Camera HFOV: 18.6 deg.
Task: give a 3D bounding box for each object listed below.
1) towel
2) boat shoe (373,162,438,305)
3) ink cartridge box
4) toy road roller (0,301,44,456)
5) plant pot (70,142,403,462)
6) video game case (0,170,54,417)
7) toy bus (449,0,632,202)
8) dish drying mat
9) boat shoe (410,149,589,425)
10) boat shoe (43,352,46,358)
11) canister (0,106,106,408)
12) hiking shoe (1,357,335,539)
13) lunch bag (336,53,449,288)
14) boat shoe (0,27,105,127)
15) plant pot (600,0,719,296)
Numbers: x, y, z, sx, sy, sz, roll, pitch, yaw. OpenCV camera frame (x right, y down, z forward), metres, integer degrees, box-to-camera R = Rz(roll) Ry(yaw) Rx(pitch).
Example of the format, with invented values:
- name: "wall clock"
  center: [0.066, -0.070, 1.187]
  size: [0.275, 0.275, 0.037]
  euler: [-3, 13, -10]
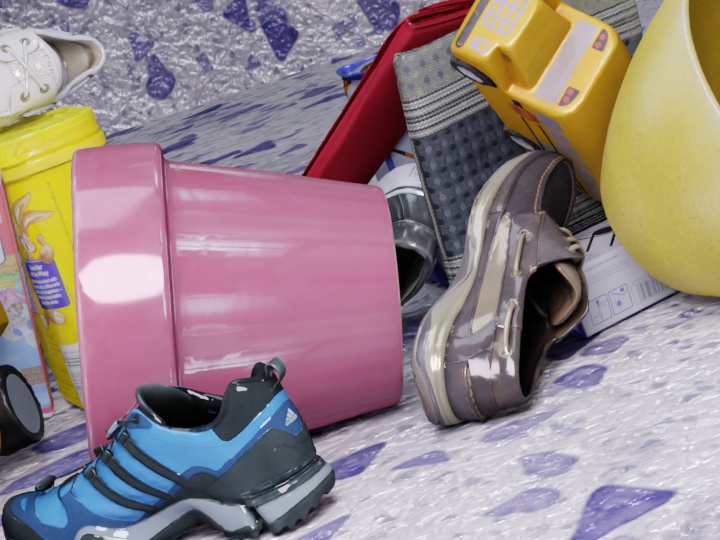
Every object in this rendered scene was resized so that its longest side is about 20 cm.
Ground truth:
- name: "towel"
  center: [0.115, -0.080, 1.388]
  size: [0.200, 0.193, 0.035]
  euler: [-27, 19, -31]
- name: "boat shoe"
  center: [0.000, 0.000, 1.433]
  size: [0.200, 0.072, 0.071]
  euler: [-52, 13, 57]
- name: "ink cartridge box"
  center: [0.182, -0.018, 1.353]
  size: [0.200, 0.044, 0.094]
  euler: [-25, 14, -27]
- name: "toy road roller"
  center: [-0.300, 0.058, 1.404]
  size: [0.123, 0.200, 0.146]
  euler: [-24, -4, 10]
- name: "plant pot"
  center: [-0.071, 0.021, 1.266]
  size: [0.179, 0.201, 0.200]
  euler: [-5, 10, -4]
- name: "video game case"
  center: [-0.300, 0.026, 1.518]
  size: [0.143, 0.200, 0.017]
  euler: [-7, 33, 0]
- name: "toy bus"
  center: [0.120, -0.105, 1.281]
  size: [0.078, 0.065, 0.200]
  euler: [29, -6, 27]
- name: "dish drying mat"
  center: [0.011, -0.100, 1.402]
  size: [0.077, 0.018, 0.200]
  euler: [-20, -25, -41]
- name: "boat shoe"
  center: [0.094, 0.011, 1.230]
  size: [0.073, 0.075, 0.200]
  euler: [3, 47, 26]
- name: "boat shoe"
  center: [-0.280, 0.060, 1.753]
  size: [0.062, 0.072, 0.200]
  euler: [8, 20, 9]
- name: "canister"
  center: [-0.204, -0.009, 1.564]
  size: [0.086, 0.200, 0.148]
  euler: [-22, 11, -17]
- name: "hiking shoe"
  center: [-0.109, 0.100, 1.162]
  size: [0.200, 0.087, 0.074]
  euler: [-14, 12, 24]
- name: "lunch bag"
  center: [0.075, -0.079, 1.505]
  size: [0.124, 0.170, 0.200]
  euler: [-25, 13, -14]
- name: "boat shoe"
  center: [-0.249, -0.146, 1.590]
  size: [0.069, 0.071, 0.200]
  euler: [-17, 9, 24]
- name: "plant pot"
  center: [0.216, -0.063, 1.220]
  size: [0.200, 0.200, 0.142]
  euler: [-30, -10, -45]
